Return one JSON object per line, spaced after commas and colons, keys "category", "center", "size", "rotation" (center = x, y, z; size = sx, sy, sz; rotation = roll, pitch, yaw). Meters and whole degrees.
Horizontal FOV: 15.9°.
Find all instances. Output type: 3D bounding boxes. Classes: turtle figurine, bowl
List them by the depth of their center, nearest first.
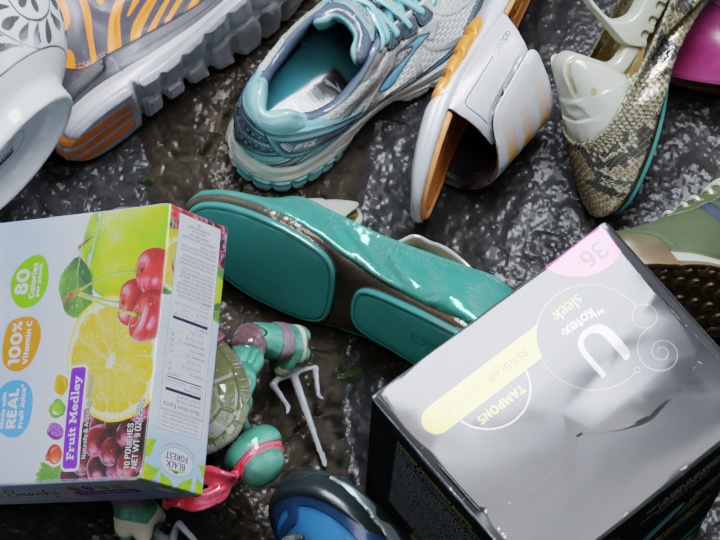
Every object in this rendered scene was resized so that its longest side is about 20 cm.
{"category": "bowl", "center": [-0.214, -0.087, 1.365], "size": [0.094, 0.201, 0.201], "rotation": [38, 72, 7]}
{"category": "turtle figurine", "center": [-0.091, 0.064, 1.375], "size": [0.150, 0.101, 0.200], "rotation": [-38, 68, -15]}

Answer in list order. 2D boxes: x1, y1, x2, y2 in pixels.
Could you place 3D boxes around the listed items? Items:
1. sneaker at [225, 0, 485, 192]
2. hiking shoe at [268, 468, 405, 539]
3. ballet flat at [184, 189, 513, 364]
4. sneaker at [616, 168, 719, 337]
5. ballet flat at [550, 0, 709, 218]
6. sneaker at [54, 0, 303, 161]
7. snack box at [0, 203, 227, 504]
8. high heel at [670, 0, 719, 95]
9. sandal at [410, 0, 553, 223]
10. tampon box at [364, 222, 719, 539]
{"category": "sneaker", "center": [0.006, -0.129, 1.456], "size": [0.078, 0.086, 0.200], "rotation": [38, 72, 12]}
{"category": "hiking shoe", "center": [-0.007, 0.197, 1.301], "size": [0.087, 0.074, 0.200], "rotation": [-10, 76, -48]}
{"category": "ballet flat", "center": [0.000, 0.000, 1.421], "size": [0.200, 0.067, 0.070], "rotation": [26, 42, 14]}
{"category": "sneaker", "center": [0.197, -0.016, 1.408], "size": [0.200, 0.067, 0.090], "rotation": [6, 55, -28]}
{"category": "ballet flat", "center": [0.149, -0.132, 1.440], "size": [0.075, 0.068, 0.200], "rotation": [22, 95, -33]}
{"category": "sneaker", "center": [-0.121, -0.160, 1.470], "size": [0.200, 0.078, 0.112], "rotation": [-35, 74, -14]}
{"category": "snack box", "center": [-0.166, 0.047, 1.334], "size": [0.200, 0.053, 0.143], "rotation": [-5, 72, 36]}
{"category": "high heel", "center": [0.256, -0.083, 1.466], "size": [0.096, 0.067, 0.200], "rotation": [-43, 70, -4]}
{"category": "sandal", "center": [0.086, -0.114, 1.457], "size": [0.059, 0.079, 0.207], "rotation": [22, 67, 10]}
{"category": "tampon box", "center": [0.096, 0.097, 1.308], "size": [0.150, 0.200, 0.126], "rotation": [-37, 73, -16]}
